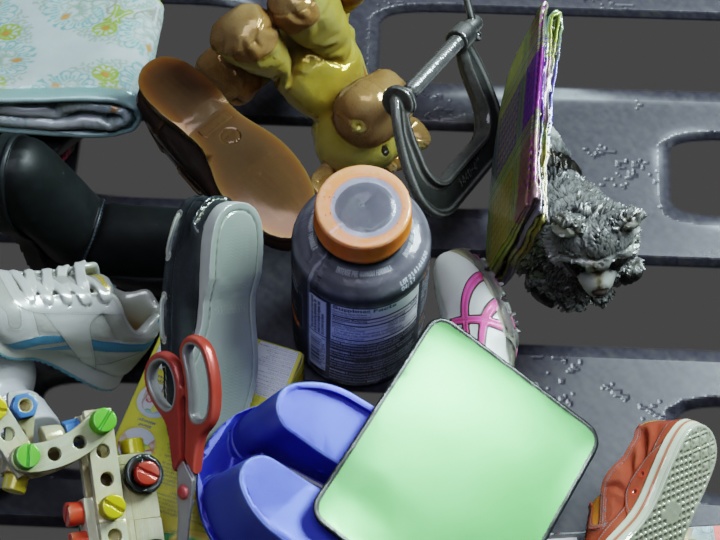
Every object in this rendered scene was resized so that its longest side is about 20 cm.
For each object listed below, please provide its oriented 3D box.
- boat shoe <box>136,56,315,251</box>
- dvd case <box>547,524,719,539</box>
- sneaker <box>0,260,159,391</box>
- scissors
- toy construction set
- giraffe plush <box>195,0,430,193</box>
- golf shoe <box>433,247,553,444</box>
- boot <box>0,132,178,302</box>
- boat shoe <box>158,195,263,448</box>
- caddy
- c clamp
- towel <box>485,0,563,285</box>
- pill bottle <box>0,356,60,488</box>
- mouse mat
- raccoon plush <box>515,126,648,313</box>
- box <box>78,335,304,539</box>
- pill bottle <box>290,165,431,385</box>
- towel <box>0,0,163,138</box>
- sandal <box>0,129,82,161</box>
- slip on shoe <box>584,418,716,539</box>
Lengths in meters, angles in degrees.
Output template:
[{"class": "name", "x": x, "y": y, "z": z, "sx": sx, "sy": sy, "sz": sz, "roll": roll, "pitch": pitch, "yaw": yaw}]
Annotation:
[{"class": "boat shoe", "x": -0.104, "y": -0.086, "z": 1.620, "sx": 0.070, "sy": 0.070, "sz": 0.200, "roll": -31, "pitch": 66, "yaw": -21}, {"class": "dvd case", "x": 0.234, "y": 0.258, "z": 1.499, "sx": 0.200, "sy": 0.022, "sz": 0.146, "roll": -3, "pitch": 60, "yaw": -1}, {"class": "sneaker", "x": -0.234, "y": 0.026, "z": 1.537, "sx": 0.081, "sy": 0.200, "sz": 0.077, "roll": -47, "pitch": 54, "yaw": 15}, {"class": "scissors", "x": -0.122, "y": 0.148, "z": 1.468, "sx": 0.073, "sy": 0.014, "sz": 0.200, "roll": -10, "pitch": 83, "yaw": 39}, {"class": "toy construction set", "x": -0.208, "y": 0.181, "z": 1.464, "sx": 0.131, "sy": 0.092, "sz": 0.200, "roll": -5, "pitch": 93, "yaw": -24}, {"class": "giraffe plush", "x": -0.023, "y": -0.147, "z": 1.664, "sx": 0.172, "sy": 0.200, "sz": 0.162, "roll": -34, "pitch": 82, "yaw": -5}, {"class": "golf shoe", "x": 0.082, "y": 0.071, "z": 1.577, "sx": 0.092, "sy": 0.073, "sz": 0.200, "roll": -11, "pitch": 60, "yaw": -9}, {"class": "boot", "x": -0.189, "y": -0.035, "z": 1.580, "sx": 0.162, "sy": 0.198, "sz": 0.073, "roll": 8, "pitch": 63, "yaw": 13}, {"class": "boat shoe", "x": -0.117, "y": 0.043, "z": 1.525, "sx": 0.060, "sy": 0.076, "sz": 0.200, "roll": 13, "pitch": 93, "yaw": 44}, {"class": "caddy", "x": -0.023, "y": 0.174, "z": 1.495, "sx": 0.200, "sy": 0.105, "sz": 0.142, "roll": 32, "pitch": 60, "yaw": -7}, {"class": "c clamp", "x": 0.065, "y": -0.143, "z": 1.651, "sx": 0.027, "sy": 0.171, "sz": 0.200, "roll": -7, "pitch": 31, "yaw": 31}, {"class": "towel", "x": 0.130, "y": -0.096, "z": 1.622, "sx": 0.023, "sy": 0.144, "sz": 0.200, "roll": 10, "pitch": 61, "yaw": -7}, {"class": "pill bottle", "x": -0.320, "y": 0.071, "z": 1.565, "sx": 0.111, "sy": 0.111, "sz": 0.200, "roll": -36, "pitch": 66, "yaw": -18}, {"class": "mouse mat", "x": 0.073, "y": 0.148, "z": 1.480, "sx": 0.161, "sy": 0.008, "sz": 0.200, "roll": 37, "pitch": 60, "yaw": -4}, {"class": "raccoon plush", "x": 0.158, "y": -0.058, "z": 1.615, "sx": 0.097, "sy": 0.134, "sz": 0.200, "roll": -24, "pitch": 63, "yaw": -11}, {"class": "box", "x": -0.128, "y": 0.140, "z": 1.559, "sx": 0.117, "sy": 0.048, "sz": 0.200, "roll": 17, "pitch": 60, "yaw": 10}, {"class": "pill bottle", "x": 0.000, "y": 0.000, "z": 1.545, "sx": 0.106, "sy": 0.200, "sz": 0.106, "roll": 1, "pitch": 61, "yaw": -1}, {"class": "towel", "x": -0.273, "y": -0.183, "z": 1.718, "sx": 0.200, "sy": 0.048, "sz": 0.171, "roll": 4, "pitch": 44, "yaw": 0}, {"class": "sandal", "x": -0.276, "y": -0.106, "z": 1.711, "sx": 0.075, "sy": 0.045, "sz": 0.200, "roll": 42, "pitch": 54, "yaw": 16}, {"class": "slip on shoe", "x": 0.193, "y": 0.195, "z": 1.494, "sx": 0.061, "sy": 0.074, "sz": 0.200, "roll": 8, "pitch": 61, "yaw": 47}]
